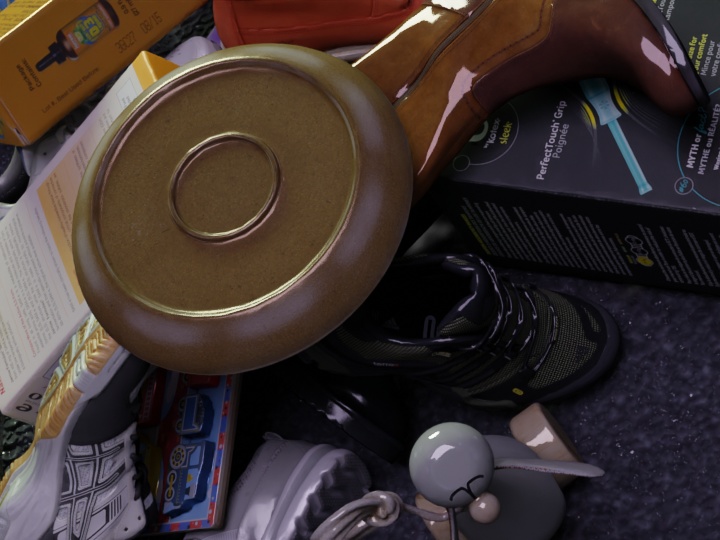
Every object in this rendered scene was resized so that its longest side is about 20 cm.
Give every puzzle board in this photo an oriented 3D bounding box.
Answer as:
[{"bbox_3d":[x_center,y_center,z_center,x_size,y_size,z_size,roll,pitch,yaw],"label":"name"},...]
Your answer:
[{"bbox_3d":[-0.125,0.063,1.329,0.151,0.017,0.200,-12,63,44],"label":"puzzle board"}]

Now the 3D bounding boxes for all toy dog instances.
[{"bbox_3d":[0.076,0.133,1.184,0.132,0.200,0.096,-46,74,25],"label":"toy dog"}]

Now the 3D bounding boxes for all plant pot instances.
[{"bbox_3d":[-0.071,-0.041,1.192,0.200,0.027,0.200,-8,64,17],"label":"plant pot"}]

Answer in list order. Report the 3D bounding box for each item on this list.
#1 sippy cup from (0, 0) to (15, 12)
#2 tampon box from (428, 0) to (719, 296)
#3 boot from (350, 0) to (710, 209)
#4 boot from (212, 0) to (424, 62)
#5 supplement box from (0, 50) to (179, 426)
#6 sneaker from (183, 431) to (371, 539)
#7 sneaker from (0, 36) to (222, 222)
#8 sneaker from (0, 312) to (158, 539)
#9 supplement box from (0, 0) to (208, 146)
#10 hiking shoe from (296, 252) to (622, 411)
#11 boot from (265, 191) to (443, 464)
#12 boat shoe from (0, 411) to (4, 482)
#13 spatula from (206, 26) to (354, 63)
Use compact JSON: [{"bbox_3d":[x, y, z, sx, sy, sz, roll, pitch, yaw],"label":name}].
[{"bbox_3d":[-0.252,-0.170,1.468,0.140,0.178,0.130,1,76,-11],"label":"sippy cup"},{"bbox_3d":[0.159,-0.081,1.268,0.200,0.126,0.150,9,69,25],"label":"tampon box"},{"bbox_3d":[0.068,-0.089,1.194,0.200,0.068,0.188,-43,59,0],"label":"boot"},{"bbox_3d":[0.002,-0.183,1.367,0.200,0.107,0.075,-18,54,1],"label":"boot"},{"bbox_3d":[-0.146,-0.013,1.317,0.200,0.074,0.126,-47,45,22],"label":"supplement box"},{"bbox_3d":[-0.074,0.184,1.278,0.082,0.075,0.200,22,69,43],"label":"sneaker"},{"bbox_3d":[-0.165,-0.076,1.387,0.200,0.087,0.075,-44,38,9],"label":"sneaker"},{"bbox_3d":[-0.148,0.107,1.257,0.200,0.088,0.076,-61,13,22],"label":"sneaker"},{"bbox_3d":[-0.163,-0.163,1.372,0.200,0.067,0.069,-42,27,-22],"label":"supplement box"},{"bbox_3d":[0.063,0.033,1.229,0.200,0.101,0.076,5,76,-18],"label":"hiking shoe"},{"bbox_3d":[0.001,0.001,1.320,0.162,0.073,0.198,-49,53,-1],"label":"boot"},{"bbox_3d":[-0.241,0.160,1.349,0.062,0.072,0.200,6,79,12],"label":"boat shoe"},{"bbox_3d":[-0.009,-0.145,1.421,0.200,0.021,0.057,20,64,25],"label":"spatula"}]
